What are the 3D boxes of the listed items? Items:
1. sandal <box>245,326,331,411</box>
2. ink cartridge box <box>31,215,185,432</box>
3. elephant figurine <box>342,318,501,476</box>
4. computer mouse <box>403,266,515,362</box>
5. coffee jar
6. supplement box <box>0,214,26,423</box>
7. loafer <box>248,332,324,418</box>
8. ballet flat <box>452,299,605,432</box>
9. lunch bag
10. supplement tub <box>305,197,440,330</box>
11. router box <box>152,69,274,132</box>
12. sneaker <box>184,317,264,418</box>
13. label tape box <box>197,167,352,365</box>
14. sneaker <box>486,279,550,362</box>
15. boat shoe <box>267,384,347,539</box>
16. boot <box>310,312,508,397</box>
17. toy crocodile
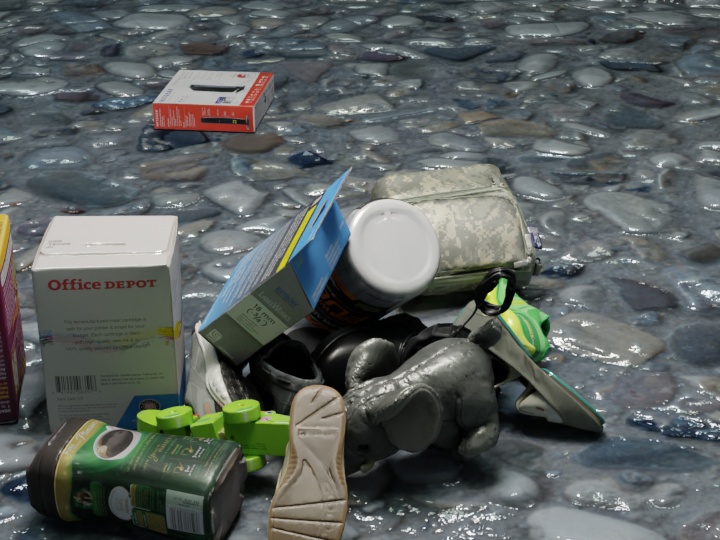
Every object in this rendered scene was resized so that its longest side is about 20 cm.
[{"bbox_3d":[-0.087,0.107,1.668,0.076,0.043,0.200,5,25,12],"label":"sandal"},{"bbox_3d":[-0.271,0.055,1.593,0.147,0.201,0.145,-1,25,-3],"label":"ink cartridge box"},{"bbox_3d":[0.036,0.140,1.457,0.200,0.156,0.141,-1,-13,-32],"label":"elephant figurine"},{"bbox_3d":[0.103,0.050,1.504,0.058,0.200,0.034,20,48,-20],"label":"computer mouse"},{"bbox_3d":[-0.218,0.203,1.405,0.199,0.086,0.104,8,29,15],"label":"coffee jar"},{"bbox_3d":[-0.434,0.054,1.596,0.103,0.201,0.131,-4,25,-7],"label":"supplement box"},{"bbox_3d":[-0.075,0.104,1.540,0.068,0.071,0.201,3,20,-17],"label":"loafer"},{"bbox_3d":[0.176,0.118,1.565,0.064,0.200,0.067,-44,-2,-6],"label":"ballet flat"},{"bbox_3d":[0.121,-0.038,1.889,0.199,0.140,0.168,-6,41,-11],"label":"lunch bag"},{"bbox_3d":[0.000,0.000,1.699,0.122,0.123,0.200,-14,-11,-27],"label":"supplement tub"},{"bbox_3d":[-0.257,-0.302,2.562,0.179,0.049,0.200,3,25,6],"label":"router box"},{"bbox_3d":[-0.165,0.120,1.594,0.074,0.079,0.200,38,14,-26],"label":"sneaker"},{"bbox_3d":[-0.071,-0.002,1.548,0.200,0.063,0.144,-37,18,36],"label":"label tape box"},{"bbox_3d":[0.182,0.066,1.747,0.083,0.074,0.200,25,17,-11],"label":"sneaker"},{"bbox_3d":[-0.048,0.210,1.367,0.072,0.065,0.200,5,58,0],"label":"boat shoe"},{"bbox_3d":[0.057,0.114,1.623,0.198,0.074,0.162,-20,32,-41],"label":"boot"},{"bbox_3d":[-0.145,0.167,1.478,0.199,0.068,0.062,-6,13,24],"label":"toy crocodile"}]
